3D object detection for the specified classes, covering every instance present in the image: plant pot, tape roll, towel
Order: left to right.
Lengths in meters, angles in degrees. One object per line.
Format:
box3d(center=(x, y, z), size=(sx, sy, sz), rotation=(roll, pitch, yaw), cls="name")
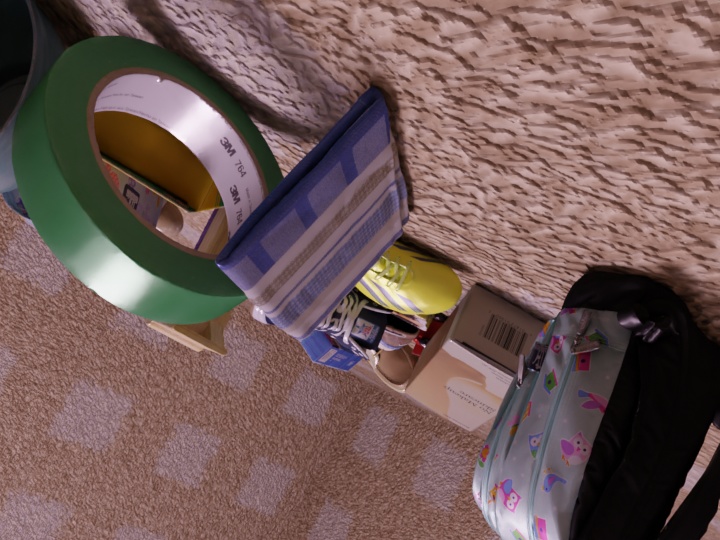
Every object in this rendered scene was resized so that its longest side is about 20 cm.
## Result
box3d(center=(-0.335, -0.150, 0.564), size=(0.198, 0.202, 0.134), rotation=(26, 174, 12), cls="plant pot")
box3d(center=(-0.134, -0.065, 0.452), size=(0.048, 0.203, 0.200), rotation=(-31, 129, 31), cls="tape roll")
box3d(center=(-0.022, -0.026, 0.457), size=(0.024, 0.147, 0.200), rotation=(39, 172, 18), cls="towel")

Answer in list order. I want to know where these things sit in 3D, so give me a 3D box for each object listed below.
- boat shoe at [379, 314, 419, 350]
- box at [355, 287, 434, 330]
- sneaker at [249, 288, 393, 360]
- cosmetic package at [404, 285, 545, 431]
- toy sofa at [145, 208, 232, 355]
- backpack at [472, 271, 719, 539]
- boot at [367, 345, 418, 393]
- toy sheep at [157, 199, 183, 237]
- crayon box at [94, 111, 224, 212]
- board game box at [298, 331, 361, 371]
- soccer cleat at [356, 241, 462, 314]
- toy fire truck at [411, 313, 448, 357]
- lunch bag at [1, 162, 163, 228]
box3d(center=(0.001, 0.026, 0.841), size=(0.199, 0.073, 0.072), rotation=(38, 148, -17), cls="boat shoe")
box3d(center=(0.000, 0.000, 0.752), size=(0.198, 0.051, 0.075), rotation=(27, 169, 14), cls="box")
box3d(center=(-0.032, 0.043, 0.662), size=(0.108, 0.071, 0.200), rotation=(30, -176, 14), cls="sneaker")
box3d(center=(0.126, 0.106, 0.715), size=(0.104, 0.072, 0.201), rotation=(29, 153, 5), cls="cosmetic package")
box3d(center=(-0.177, -0.007, 0.777), size=(0.097, 0.202, 0.083), rotation=(10, 160, 44), cls="toy sofa")
box3d(center=(0.174, 0.122, 0.462), size=(0.166, 0.202, 0.126), rotation=(33, 168, -27), cls="backpack")
box3d(center=(0.008, 0.095, 1.002), size=(0.155, 0.072, 0.200), rotation=(46, -176, -47), cls="boot")
box3d(center=(-0.332, -0.115, 0.887), size=(0.199, 0.139, 0.138), rotation=(40, 167, -13), cls="toy sheep")
box3d(center=(-0.182, -0.108, 0.603), size=(0.126, 0.051, 0.200), rotation=(31, -175, -7), cls="crayon box")
box3d(center=(-0.087, 0.064, 1.025), size=(0.200, 0.043, 0.200), rotation=(52, -178, 18), cls="board game box")
box3d(center=(0.006, -0.014, 0.636), size=(0.198, 0.065, 0.084), rotation=(26, 169, 20), cls="soccer cleat")
box3d(center=(0.141, 0.113, 0.901), size=(0.198, 0.049, 0.141), rotation=(19, 165, 41), cls="toy fire truck")
box3d(center=(-0.305, -0.102, 0.708), size=(0.170, 0.125, 0.202), rotation=(67, -179, -71), cls="lunch bag")
